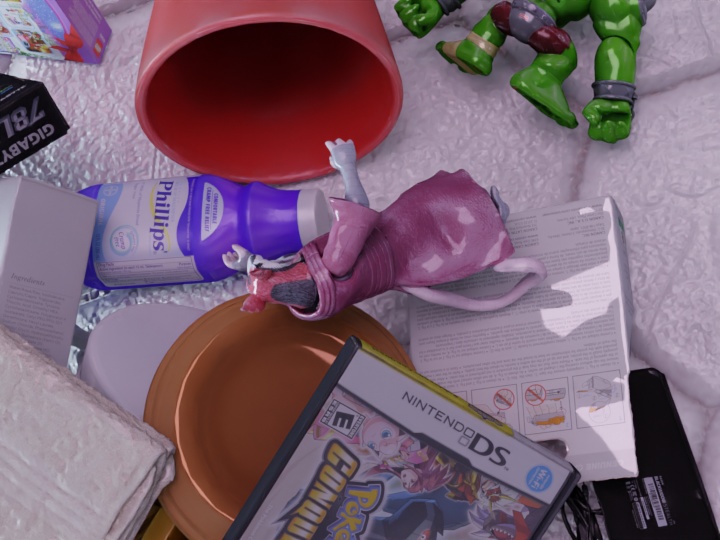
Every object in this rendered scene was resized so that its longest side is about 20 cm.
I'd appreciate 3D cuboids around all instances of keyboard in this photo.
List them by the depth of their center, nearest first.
[{"bbox_3d":[0.184,0.166,0.992,0.103,0.040,0.201,-7,59,-8],"label":"keyboard"}]

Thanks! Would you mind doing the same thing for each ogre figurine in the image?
[{"bbox_3d":[0.139,-0.191,1.112,0.200,0.098,0.120,33,91,35],"label":"ogre figurine"}]

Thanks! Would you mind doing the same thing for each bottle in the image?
[{"bbox_3d":[-0.125,-0.032,1.128,0.199,0.065,0.084,-4,66,12],"label":"bottle"}]

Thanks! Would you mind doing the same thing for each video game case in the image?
[{"bbox_3d":[0.018,0.170,0.948,0.180,0.026,0.201,31,96,-15],"label":"video game case"}]

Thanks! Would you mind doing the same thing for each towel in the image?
[{"bbox_3d":[-0.226,0.125,0.983,0.199,0.034,0.133,33,93,19],"label":"towel"}]

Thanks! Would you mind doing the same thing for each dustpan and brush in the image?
[{"bbox_3d":[-0.179,0.060,1.097,0.199,0.057,0.139,30,42,24],"label":"dustpan and brush"}]

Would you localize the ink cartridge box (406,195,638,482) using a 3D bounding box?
[{"bbox_3d":[0.115,0.058,1.034,0.160,0.050,0.201,-10,72,20],"label":"ink cartridge box"}]

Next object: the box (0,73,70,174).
[{"bbox_3d":[-0.346,-0.084,1.131,0.200,0.050,0.198,-37,24,-20],"label":"box"}]

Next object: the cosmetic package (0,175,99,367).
[{"bbox_3d":[-0.263,0.036,1.087,0.101,0.074,0.201,1,77,52],"label":"cosmetic package"}]

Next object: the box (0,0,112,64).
[{"bbox_3d":[-0.302,-0.242,1.182,0.136,0.200,0.039,9,68,17],"label":"box"}]

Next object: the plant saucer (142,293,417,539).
[{"bbox_3d":[-0.049,0.105,0.991,0.199,0.037,0.201,2,72,-7],"label":"plant saucer"}]

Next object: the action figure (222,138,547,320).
[{"bbox_3d":[0.000,0.000,0.983,0.199,0.134,0.149,-25,74,-38],"label":"action figure"}]

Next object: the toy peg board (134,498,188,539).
[{"bbox_3d":[-0.161,0.195,1.027,0.199,0.098,0.200,25,76,21],"label":"toy peg board"}]

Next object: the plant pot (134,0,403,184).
[{"bbox_3d":[-0.073,-0.193,1.125,0.199,0.201,0.178,-12,56,9],"label":"plant pot"}]
